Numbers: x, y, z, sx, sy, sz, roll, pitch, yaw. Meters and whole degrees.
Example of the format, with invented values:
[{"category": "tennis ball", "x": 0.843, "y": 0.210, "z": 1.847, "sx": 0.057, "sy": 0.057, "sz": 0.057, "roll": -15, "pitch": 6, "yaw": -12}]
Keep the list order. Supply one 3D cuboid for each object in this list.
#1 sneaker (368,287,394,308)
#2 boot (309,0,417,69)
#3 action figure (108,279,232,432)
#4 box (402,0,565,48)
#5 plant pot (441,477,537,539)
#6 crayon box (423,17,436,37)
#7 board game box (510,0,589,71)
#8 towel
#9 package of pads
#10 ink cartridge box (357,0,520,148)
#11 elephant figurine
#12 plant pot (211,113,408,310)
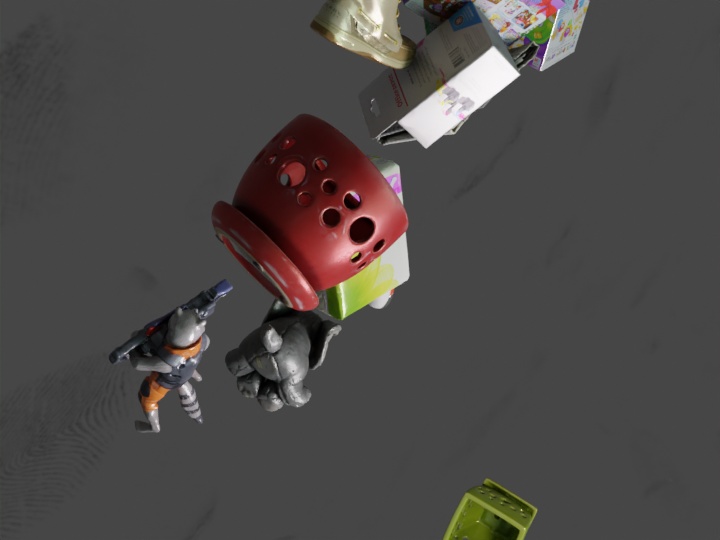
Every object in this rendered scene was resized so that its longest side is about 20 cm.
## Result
[{"category": "sneaker", "x": -0.001, "y": -0.001, "z": 1.790, "sx": 0.108, "sy": 0.067, "sz": 0.202, "roll": -37, "pitch": 146, "yaw": -36}, {"category": "boot", "x": 0.036, "y": -0.340, "z": 1.429, "sx": 0.200, "sy": 0.073, "sz": 0.156, "roll": 6, "pitch": 118, "yaw": -55}, {"category": "action figure", "x": -0.218, "y": 0.105, "z": 1.468, "sx": 0.200, "sy": 0.105, "sz": 0.194, "roll": -38, "pitch": 160, "yaw": -32}, {"category": "box", "x": 0.164, "y": -0.367, "z": 1.534, "sx": 0.137, "sy": 0.039, "sz": 0.200, "roll": -34, "pitch": 145, "yaw": 28}, {"category": "plant pot", "x": 0.370, "y": 0.714, "z": 3.223, "sx": 0.181, "sy": 0.200, "sz": 0.199, "roll": -26, "pitch": 142, "yaw": -61}, {"category": "crayon box", "x": 0.166, "y": -0.418, "z": 1.609, "sx": 0.200, "sy": 0.052, "sz": 0.126, "roll": -49, "pitch": 155, "yaw": -17}, {"category": "board game box", "x": 0.286, "y": -0.428, "z": 1.760, "sx": 0.105, "sy": 0.103, "sz": 0.200, "roll": -34, "pitch": 148, "yaw": -41}, {"category": "towel", "x": 0.140, "y": -0.247, "z": 1.638, "sx": 0.193, "sy": 0.200, "sz": 0.035, "roll": -43, "pitch": 109, "yaw": -29}, {"category": "package of pads", "x": -0.005, "y": -0.051, "z": 1.641, "sx": 0.154, "sy": 0.068, "sz": 0.200, "roll": -29, "pitch": 124, "yaw": -38}, {"category": "ink cartridge box", "x": 0.100, "y": -0.246, "z": 1.517, "sx": 0.200, "sy": 0.115, "sz": 0.068, "roll": -36, "pitch": 130, "yaw": 19}, {"category": "elephant figurine", "x": -0.097, "y": 0.098, "z": 1.685, "sx": 0.142, "sy": 0.155, "sz": 0.200, "roll": 57, "pitch": 45, "yaw": -17}, {"category": "plant pot", "x": -0.070, "y": -0.063, "z": 1.428, "sx": 0.182, "sy": 0.200, "sz": 0.200, "roll": -45, "pitch": 154, "yaw": -9}]
